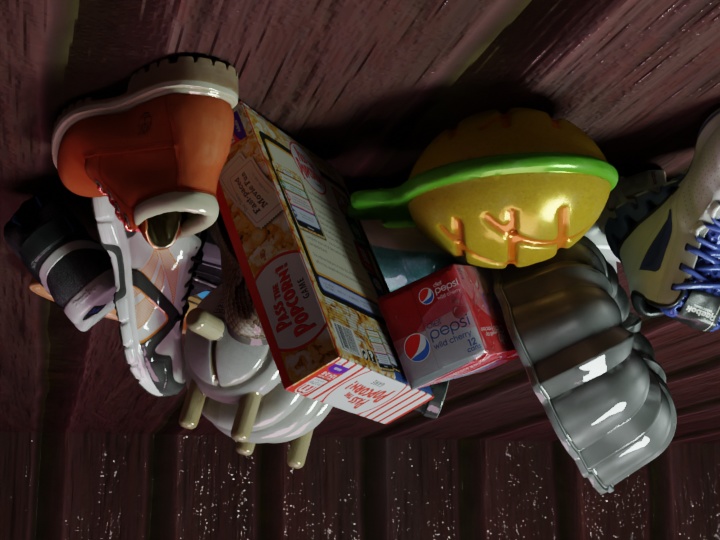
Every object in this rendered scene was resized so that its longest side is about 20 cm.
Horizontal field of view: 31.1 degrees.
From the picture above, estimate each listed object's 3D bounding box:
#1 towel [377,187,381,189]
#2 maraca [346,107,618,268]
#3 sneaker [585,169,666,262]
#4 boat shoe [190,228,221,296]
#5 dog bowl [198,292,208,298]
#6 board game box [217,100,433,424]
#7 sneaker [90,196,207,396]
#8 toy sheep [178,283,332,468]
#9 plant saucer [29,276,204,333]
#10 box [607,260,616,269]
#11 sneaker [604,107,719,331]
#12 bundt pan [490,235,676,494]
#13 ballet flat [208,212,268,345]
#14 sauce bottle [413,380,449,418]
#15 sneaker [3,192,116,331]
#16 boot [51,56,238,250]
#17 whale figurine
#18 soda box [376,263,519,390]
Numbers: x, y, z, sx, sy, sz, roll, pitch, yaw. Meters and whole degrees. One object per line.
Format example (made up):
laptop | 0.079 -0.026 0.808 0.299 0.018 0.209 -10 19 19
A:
towel | 0.109 -0.020 1.074 0.198 0.018 0.086 23 -179 -20
maraca | 0.084 -0.054 0.907 0.198 0.109 0.136 -10 164 35
sneaker | 0.200 -0.055 1.047 0.197 0.073 0.085 10 130 -7
boat shoe | -0.141 -0.007 1.110 0.199 0.071 0.072 23 -162 -49
dog bowl | -0.060 0.001 1.262 0.197 0.050 0.112 2 166 -8
board game box | -0.031 -0.002 0.904 0.046 0.202 0.151 -30 154 17
sneaker | -0.154 0.006 1.005 0.079 0.203 0.074 -9 -157 -3
toy sheep | -0.077 0.072 1.005 0.136 0.140 0.200 -5 159 19
plant saucer | -0.234 0.025 1.312 0.197 0.038 0.200 11 170 2
box | 0.205 0.050 1.146 0.041 0.203 0.039 4 164 -20
sneaker | 0.255 -0.024 0.926 0.079 0.117 0.200 13 143 -22
bundt pan | 0.173 0.059 0.964 0.075 0.204 0.202 -25 160 15
ballet flat | -0.082 -0.021 0.965 0.066 0.201 0.047 1 125 -7
sauce bottle | -0.021 0.081 1.135 0.197 0.067 0.066 20 167 1
sneaker | -0.249 -0.014 1.112 0.073 0.112 0.200 -39 -179 -10
boot | -0.153 -0.063 0.867 0.074 0.109 0.199 7 167 -36
whale figurine | 0.000 0.000 1.074 0.198 0.105 0.158 10 175 33
soda box | 0.080 0.039 0.960 0.063 0.071 0.200 -24 172 17
